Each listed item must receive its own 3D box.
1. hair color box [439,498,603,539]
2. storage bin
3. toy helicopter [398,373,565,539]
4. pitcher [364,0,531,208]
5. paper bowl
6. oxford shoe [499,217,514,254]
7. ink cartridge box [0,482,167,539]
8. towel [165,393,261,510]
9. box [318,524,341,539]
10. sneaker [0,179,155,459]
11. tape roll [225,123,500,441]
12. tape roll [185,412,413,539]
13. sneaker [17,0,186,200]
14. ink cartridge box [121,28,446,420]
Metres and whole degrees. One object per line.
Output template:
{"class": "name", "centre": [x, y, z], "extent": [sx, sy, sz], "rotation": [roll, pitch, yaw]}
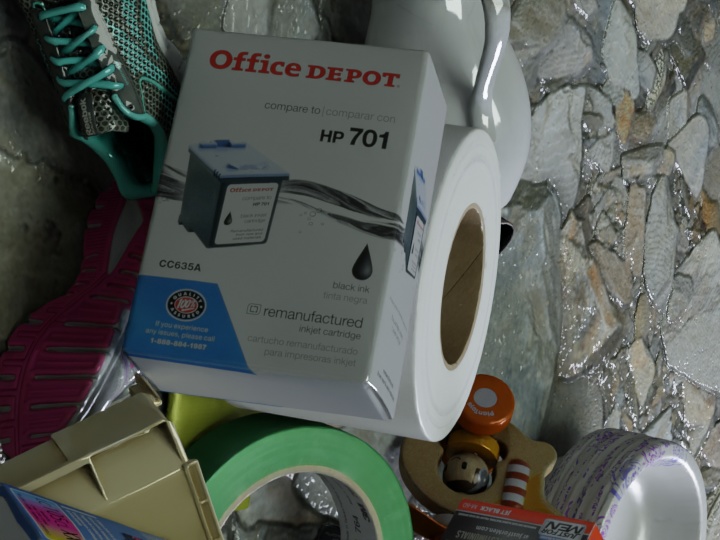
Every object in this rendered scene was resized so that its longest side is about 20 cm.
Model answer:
{"class": "hair color box", "centre": [0.137, 0.253, 1.480], "extent": [0.064, 0.111, 0.200], "rotation": [-59, 139, -31]}
{"class": "storage bin", "centre": [-0.176, 0.184, 1.172], "extent": [0.200, 0.094, 0.199], "rotation": [-25, 121, -16]}
{"class": "toy helicopter", "centre": [0.110, 0.180, 1.545], "extent": [0.132, 0.200, 0.079], "rotation": [-40, 157, -33]}
{"class": "pitcher", "centre": [0.061, -0.131, 1.417], "extent": [0.121, 0.172, 0.201], "rotation": [-15, 113, -16]}
{"class": "paper bowl", "centre": [0.198, 0.230, 1.739], "extent": [0.200, 0.104, 0.201], "rotation": [-17, 111, -51]}
{"class": "oxford shoe", "centre": [0.037, 0.014, 1.496], "extent": [0.200, 0.072, 0.071], "rotation": [-50, 135, -34]}
{"class": "ink cartridge box", "centre": [-0.129, 0.210, 1.108], "extent": [0.200, 0.076, 0.137], "rotation": [25, 99, -36]}
{"class": "towel", "centre": [-0.096, 0.063, 1.382], "extent": [0.086, 0.018, 0.201], "rotation": [-1, 101, -47]}
{"class": "box", "centre": [0.008, 0.302, 1.502], "extent": [0.122, 0.106, 0.200], "rotation": [40, 66, -49]}
{"class": "sneaker", "centre": [-0.143, 0.041, 1.257], "extent": [0.200, 0.081, 0.088], "rotation": [-60, 138, -23]}
{"class": "tape roll", "centre": [0.000, 0.000, 1.339], "extent": [0.203, 0.139, 0.203], "rotation": [9, 90, -73]}
{"class": "tape roll", "centre": [-0.057, 0.196, 1.388], "extent": [0.200, 0.048, 0.201], "rotation": [-9, 105, -34]}
{"class": "sneaker", "centre": [-0.146, -0.120, 1.193], "extent": [0.091, 0.077, 0.200], "rotation": [-87, 153, -42]}
{"class": "ink cartridge box", "centre": [-0.040, -0.027, 1.199], "extent": [0.086, 0.146, 0.201], "rotation": [60, 38, -69]}
